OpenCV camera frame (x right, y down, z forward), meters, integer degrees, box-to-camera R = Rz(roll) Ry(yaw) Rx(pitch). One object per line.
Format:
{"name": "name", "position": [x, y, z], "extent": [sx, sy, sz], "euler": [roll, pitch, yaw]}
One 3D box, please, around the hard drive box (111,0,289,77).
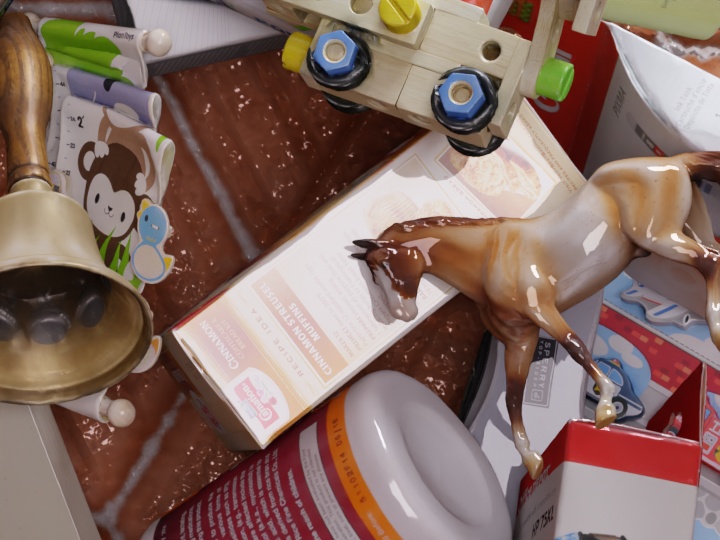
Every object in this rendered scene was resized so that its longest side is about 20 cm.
{"name": "hard drive box", "position": [-0.035, -0.195, 1.406], "extent": [0.199, 0.077, 0.157], "euler": [-14, 90, -10]}

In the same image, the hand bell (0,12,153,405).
{"name": "hand bell", "position": [-0.158, -0.046, 1.331], "extent": [0.104, 0.104, 0.201], "euler": [-2, 50, -9]}

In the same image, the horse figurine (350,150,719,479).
{"name": "horse figurine", "position": [0.112, 0.001, 1.260], "extent": [0.199, 0.050, 0.133], "euler": [-29, 65, 2]}

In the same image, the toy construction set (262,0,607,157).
{"name": "toy construction set", "position": [0.034, -0.130, 1.244], "extent": [0.199, 0.092, 0.132], "euler": [17, 79, 31]}

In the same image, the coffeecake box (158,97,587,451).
{"name": "coffeecake box", "position": [0.000, 0.000, 1.360], "extent": [0.200, 0.154, 0.073], "euler": [-38, 92, -9]}

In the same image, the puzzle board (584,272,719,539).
{"name": "puzzle board", "position": [0.179, 0.088, 1.412], "extent": [0.200, 0.017, 0.151], "euler": [30, 82, 19]}

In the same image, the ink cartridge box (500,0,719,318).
{"name": "ink cartridge box", "position": [0.129, -0.054, 1.357], "extent": [0.199, 0.162, 0.050], "euler": [25, 68, 7]}

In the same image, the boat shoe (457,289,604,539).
{"name": "boat shoe", "position": [0.082, 0.074, 1.401], "extent": [0.068, 0.057, 0.201], "euler": [16, 79, 0]}

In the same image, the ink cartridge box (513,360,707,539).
{"name": "ink cartridge box", "position": [0.108, 0.145, 1.293], "extent": [0.067, 0.116, 0.201], "euler": [11, 69, -5]}

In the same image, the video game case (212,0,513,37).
{"name": "video game case", "position": [0.012, -0.200, 1.323], "extent": [0.182, 0.022, 0.201], "euler": [26, 83, 21]}

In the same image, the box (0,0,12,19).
{"name": "box", "position": [-0.206, -0.112, 1.357], "extent": [0.035, 0.110, 0.200], "euler": [33, 82, -5]}

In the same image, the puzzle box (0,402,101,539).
{"name": "puzzle box", "position": [-0.215, 0.077, 1.359], "extent": [0.133, 0.025, 0.201], "euler": [-20, 91, 18]}

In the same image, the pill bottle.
{"name": "pill bottle", "position": [-0.035, 0.144, 1.336], "extent": [0.200, 0.113, 0.113], "euler": [-35, 93, 21]}

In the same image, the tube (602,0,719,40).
{"name": "tube", "position": [0.084, -0.157, 1.361], "extent": [0.199, 0.058, 0.052], "euler": [12, 123, -14]}

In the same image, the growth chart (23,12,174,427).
{"name": "growth chart", "position": [-0.135, -0.028, 1.359], "extent": [0.018, 0.144, 0.201], "euler": [9, 86, -40]}
